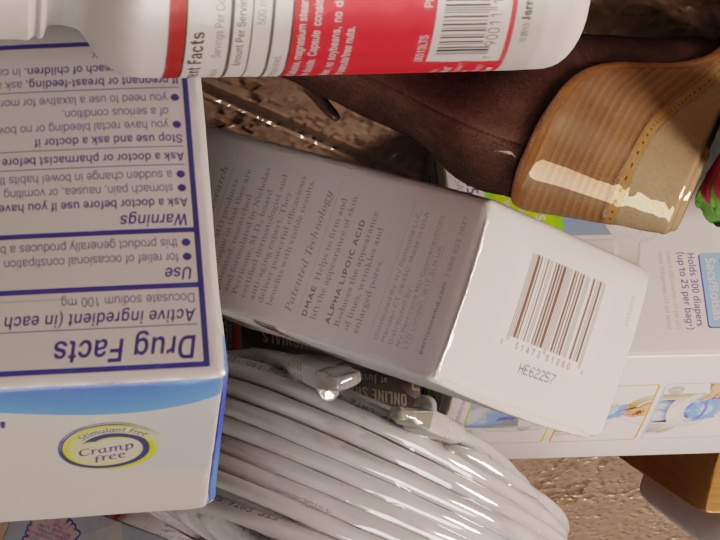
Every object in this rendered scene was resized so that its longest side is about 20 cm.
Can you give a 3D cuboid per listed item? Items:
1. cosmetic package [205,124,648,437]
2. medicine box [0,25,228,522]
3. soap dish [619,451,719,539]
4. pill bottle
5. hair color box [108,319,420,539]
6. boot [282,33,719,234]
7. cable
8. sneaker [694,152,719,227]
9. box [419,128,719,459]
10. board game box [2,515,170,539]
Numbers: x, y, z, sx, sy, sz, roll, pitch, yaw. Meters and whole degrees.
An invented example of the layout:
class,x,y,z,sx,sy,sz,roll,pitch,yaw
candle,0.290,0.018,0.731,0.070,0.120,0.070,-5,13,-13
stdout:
class,x,y,z,sx,sy,sz,roll,pitch,yaw
cosmetic package,0.000,0.000,1.039,0.200,0.074,0.102,14,174,46
medicine box,-0.145,-0.020,0.944,0.182,0.200,0.103,-3,150,-7
soap dish,0.234,0.077,1.263,0.200,0.081,0.157,-1,-173,-9
pill bottle,-0.030,-0.119,0.883,0.200,0.112,0.112,-2,150,-9
hair color box,-0.049,0.082,1.289,0.111,0.064,0.200,11,148,-25
boot,0.055,-0.077,1.014,0.166,0.200,0.072,23,106,6
cable,-0.008,0.096,1.113,0.200,0.069,0.200,34,163,-38
sneaker,0.176,-0.030,1.016,0.077,0.084,0.200,-58,175,13
box,0.127,0.009,1.143,0.200,0.113,0.101,0,152,-8
board game box,-0.034,0.170,1.227,0.199,0.041,0.200,16,168,30
